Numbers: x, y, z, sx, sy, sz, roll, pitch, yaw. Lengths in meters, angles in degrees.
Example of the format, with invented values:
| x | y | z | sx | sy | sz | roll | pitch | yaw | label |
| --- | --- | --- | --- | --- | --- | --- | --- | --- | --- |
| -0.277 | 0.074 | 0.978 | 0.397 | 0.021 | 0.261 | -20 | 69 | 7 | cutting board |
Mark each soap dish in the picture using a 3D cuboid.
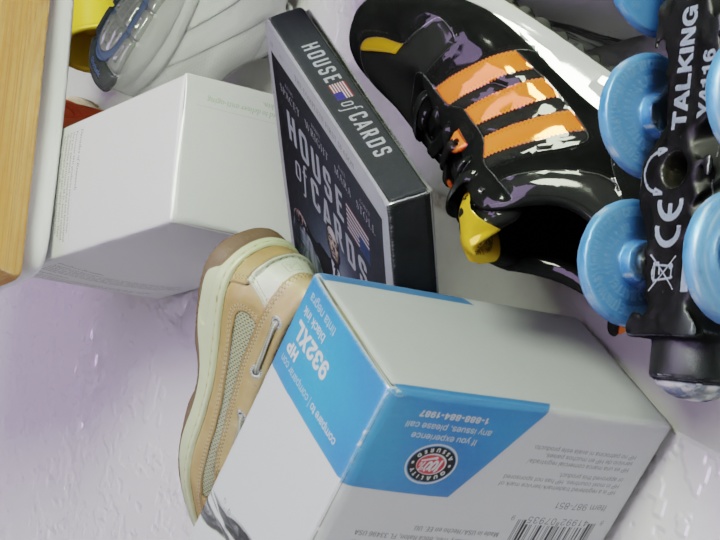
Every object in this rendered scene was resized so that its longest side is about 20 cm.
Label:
| x | y | z | sx | sy | sz | roll | pitch | yaw | label |
| --- | --- | --- | --- | --- | --- | --- | --- | --- | --- |
| -0.242 | -0.082 | 1.052 | 0.157 | 0.081 | 0.200 | -16 | 66 | 52 | soap dish |

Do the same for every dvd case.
| x | y | z | sx | sy | sz | roll | pitch | yaw | label |
| --- | --- | --- | --- | --- | --- | --- | --- | --- | --- |
| 0.000 | 0.000 | 0.827 | 0.150 | 0.025 | 0.200 | -122 | 19 | -45 | dvd case |

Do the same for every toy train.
| x | y | z | sx | sy | sz | roll | pitch | yaw | label |
| --- | --- | --- | --- | --- | --- | --- | --- | --- | --- |
| 0.147 | -0.051 | 0.631 | 0.087 | 0.114 | 0.200 | -3 | 79 | 60 | toy train |

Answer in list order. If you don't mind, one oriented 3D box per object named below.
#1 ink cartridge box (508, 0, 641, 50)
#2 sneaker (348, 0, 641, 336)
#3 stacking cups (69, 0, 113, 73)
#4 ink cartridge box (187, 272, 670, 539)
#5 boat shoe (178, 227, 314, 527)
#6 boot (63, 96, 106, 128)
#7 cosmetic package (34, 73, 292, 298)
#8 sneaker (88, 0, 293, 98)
| x | y | z | sx | sy | sz | roll | pitch | yaw | label |
| --- | --- | --- | --- | --- | --- | --- | --- | --- | --- |
| 0.092 | -0.177 | 0.770 | 0.200 | 0.085 | 0.146 | -10 | 74 | 57 | ink cartridge box |
| 0.056 | -0.048 | 0.722 | 0.200 | 0.090 | 0.070 | 34 | 152 | 27 | sneaker |
| -0.172 | -0.232 | 1.206 | 0.060 | 0.060 | 0.200 | -33 | 51 | 48 | stacking cups |
| 0.015 | 0.113 | 0.758 | 0.084 | 0.145 | 0.200 | 53 | 125 | 47 | ink cartridge box |
| -0.045 | 0.081 | 0.890 | 0.076 | 0.072 | 0.200 | 36 | 138 | 41 | boat shoe |
| -0.223 | -0.087 | 1.193 | 0.200 | 0.107 | 0.075 | 4 | 87 | 58 | boot |
| -0.106 | -0.041 | 1.008 | 0.200 | 0.108 | 0.085 | -14 | 69 | 52 | cosmetic package |
| -0.071 | -0.173 | 1.022 | 0.200 | 0.087 | 0.075 | -53 | 32 | 6 | sneaker |
